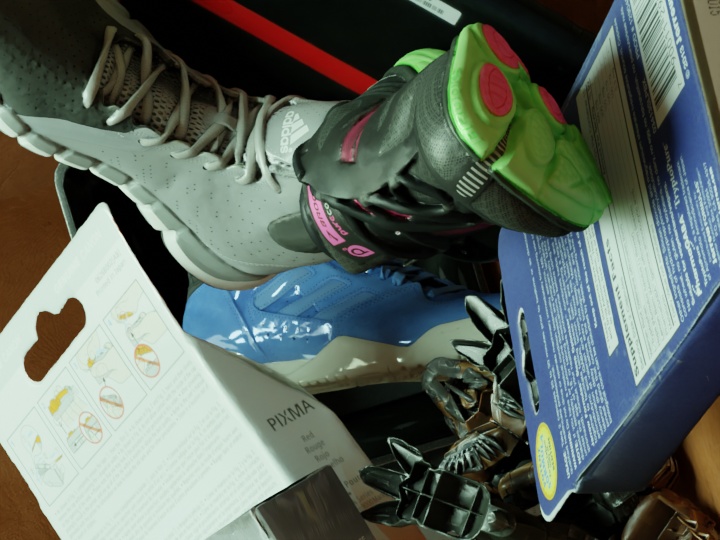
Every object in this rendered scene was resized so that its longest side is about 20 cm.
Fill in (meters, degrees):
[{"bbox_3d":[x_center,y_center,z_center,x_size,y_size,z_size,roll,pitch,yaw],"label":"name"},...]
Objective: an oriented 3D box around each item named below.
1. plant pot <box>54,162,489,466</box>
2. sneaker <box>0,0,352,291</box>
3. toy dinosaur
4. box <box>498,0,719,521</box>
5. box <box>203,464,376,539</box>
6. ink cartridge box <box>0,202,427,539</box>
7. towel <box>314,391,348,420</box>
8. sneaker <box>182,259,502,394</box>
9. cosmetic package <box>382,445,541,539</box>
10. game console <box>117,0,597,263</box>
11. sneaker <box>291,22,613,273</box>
[{"bbox_3d":[-0.034,0.018,1.101,0.177,0.199,0.200,65,-172,-84],"label":"plant pot"},{"bbox_3d":[-0.058,-0.064,0.767,0.200,0.115,0.075,40,-124,-41],"label":"sneaker"},{"bbox_3d":[0.086,0.075,0.797,0.200,0.136,0.102,4,72,47],"label":"toy dinosaur"},{"bbox_3d":[0.090,-0.008,0.655,0.200,0.032,0.122,114,152,-59],"label":"box"},{"bbox_3d":[-0.040,0.189,0.814,0.200,0.048,0.159,-37,83,45],"label":"box"},{"bbox_3d":[-0.077,0.086,0.870,0.200,0.050,0.162,56,135,12],"label":"ink cartridge box"},{"bbox_3d":[0.004,0.119,1.246,0.148,0.049,0.200,34,-151,-52],"label":"towel"},{"bbox_3d":[-0.001,0.000,0.951,0.077,0.199,0.112,10,-107,-57],"label":"sneaker"},{"bbox_3d":[0.004,0.168,1.052,0.081,0.199,0.113,-155,51,-77],"label":"cosmetic package"},{"bbox_3d":[-0.001,-0.084,0.779,0.031,0.200,0.177,-63,2,-29],"label":"game console"},{"bbox_3d":[0.024,-0.029,0.653,0.077,0.084,0.200,51,176,-5],"label":"sneaker"}]
